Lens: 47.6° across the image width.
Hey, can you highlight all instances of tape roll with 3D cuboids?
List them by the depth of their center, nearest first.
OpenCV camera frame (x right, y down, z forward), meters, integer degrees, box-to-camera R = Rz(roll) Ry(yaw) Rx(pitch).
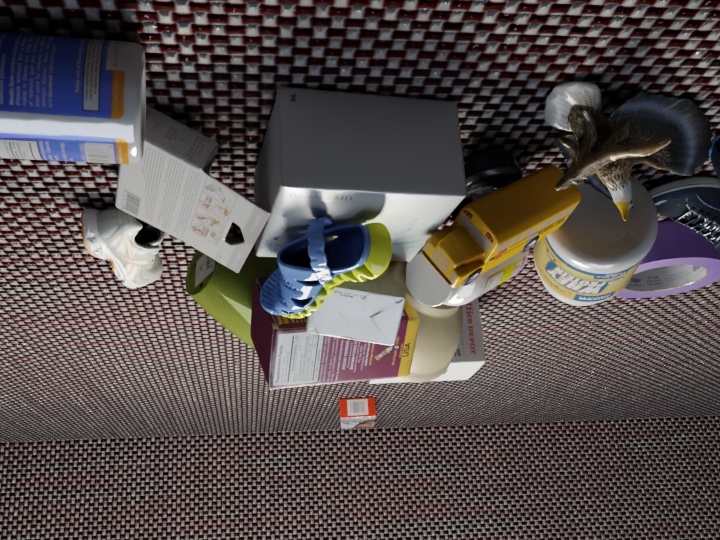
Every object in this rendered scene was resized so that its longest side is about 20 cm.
[{"bbox_3d":[0.492,-0.015,1.339,0.200,0.066,0.200,-3,161,-1],"label":"tape roll"}]

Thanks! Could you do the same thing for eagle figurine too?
[{"bbox_3d":[0.292,-0.130,0.924,0.152,0.151,0.200,26,-154,29],"label":"eagle figurine"}]

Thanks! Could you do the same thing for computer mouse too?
[{"bbox_3d":[0.144,-0.110,1.049,0.140,0.046,0.200,-16,169,20],"label":"computer mouse"}]

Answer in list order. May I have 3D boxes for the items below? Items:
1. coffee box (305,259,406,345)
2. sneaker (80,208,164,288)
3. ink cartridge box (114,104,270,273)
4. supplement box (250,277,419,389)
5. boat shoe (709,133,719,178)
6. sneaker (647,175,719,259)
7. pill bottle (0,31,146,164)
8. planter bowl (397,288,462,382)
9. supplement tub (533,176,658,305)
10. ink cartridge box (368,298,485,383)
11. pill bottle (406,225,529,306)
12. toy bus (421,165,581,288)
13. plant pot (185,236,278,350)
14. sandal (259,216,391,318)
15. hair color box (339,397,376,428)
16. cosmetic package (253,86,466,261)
[{"bbox_3d":[0.000,0.000,1.065,0.114,0.200,0.080,10,123,-1],"label":"coffee box"},{"bbox_3d":[-0.309,-0.031,1.152,0.092,0.076,0.200,-11,161,7],"label":"sneaker"},{"bbox_3d":[-0.192,-0.087,0.946,0.176,0.045,0.200,29,154,-8],"label":"ink cartridge box"},{"bbox_3d":[-0.038,0.078,1.113,0.200,0.131,0.103,-2,121,-19],"label":"supplement box"},{"bbox_3d":[0.528,-0.144,0.976,0.200,0.069,0.084,-14,158,27],"label":"boat shoe"},{"bbox_3d":[0.489,-0.049,1.126,0.202,0.146,0.077,3,161,-13],"label":"sneaker"},{"bbox_3d":[-0.299,-0.157,0.739,0.200,0.112,0.112,2,160,-12],"label":"pill bottle"},{"bbox_3d":[0.087,0.064,1.347,0.200,0.200,0.135,7,131,-26],"label":"planter bowl"},{"bbox_3d":[0.316,-0.038,1.125,0.144,0.145,0.200,-5,160,5],"label":"supplement tub"},{"bbox_3d":[0.117,0.125,1.547,0.200,0.147,0.146,-2,160,-7],"label":"ink cartridge box"},{"bbox_3d":[0.144,-0.014,1.115,0.104,0.104,0.200,-20,-178,39],"label":"pill bottle"},{"bbox_3d":[0.167,-0.054,0.964,0.200,0.065,0.078,-26,158,-34],"label":"toy bus"},{"bbox_3d":[-0.152,0.028,1.224,0.200,0.187,0.187,27,146,-33],"label":"plant pot"},{"bbox_3d":[-0.058,-0.008,0.902,0.087,0.080,0.200,16,146,-35],"label":"sandal"},{"bbox_3d":[-0.010,0.447,2.550,0.111,0.064,0.200,-4,162,-1],"label":"hair color box"},{"bbox_3d":[-0.010,-0.100,0.933,0.199,0.123,0.200,1,159,-14],"label":"cosmetic package"}]
